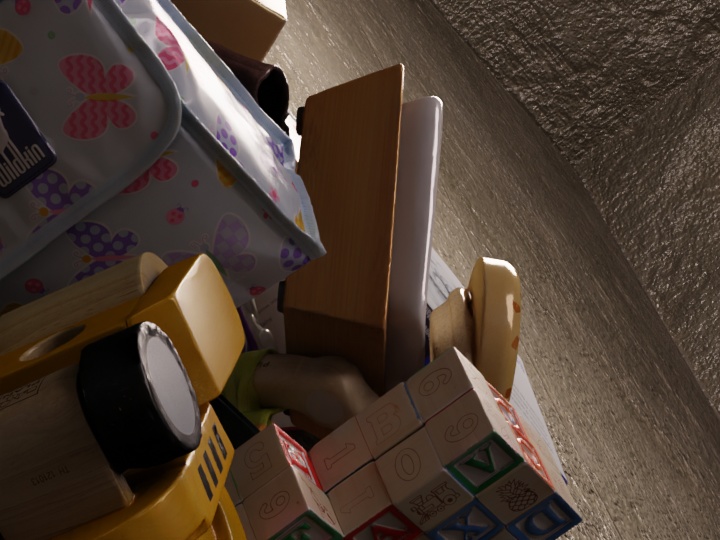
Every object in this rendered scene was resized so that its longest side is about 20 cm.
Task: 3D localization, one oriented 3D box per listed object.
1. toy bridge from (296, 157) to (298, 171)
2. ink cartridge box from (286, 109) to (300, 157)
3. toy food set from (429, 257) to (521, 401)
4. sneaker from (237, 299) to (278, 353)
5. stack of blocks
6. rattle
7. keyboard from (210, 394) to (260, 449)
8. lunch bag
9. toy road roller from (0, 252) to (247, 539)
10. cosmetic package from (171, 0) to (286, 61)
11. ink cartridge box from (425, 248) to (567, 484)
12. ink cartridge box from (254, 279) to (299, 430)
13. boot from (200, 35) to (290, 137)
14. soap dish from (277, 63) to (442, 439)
[{"bbox_3d":[-0.009,0.002,1.524,0.201,0.027,0.067,59,10,16],"label":"toy bridge"},{"bbox_3d":[-0.032,-0.005,1.741,0.145,0.083,0.201,47,13,-36],"label":"ink cartridge box"},{"bbox_3d":[0.065,0.103,1.340,0.198,0.048,0.202,87,0,-71],"label":"toy food set"},{"bbox_3d":[-0.107,0.004,1.416,0.083,0.080,0.201,27,31,-54],"label":"sneaker"},{"bbox_3d":[-0.013,0.124,1.128,0.115,0.199,0.059,45,14,-43],"label":"stack of blocks"},{"bbox_3d":[-0.031,0.154,1.323,0.143,0.129,0.201,-84,164,-59],"label":"rattle"},{"bbox_3d":[-0.074,0.127,1.220,0.200,0.039,0.105,48,51,-41],"label":"keyboard"},{"bbox_3d":[-0.142,-0.048,1.193,0.200,0.169,0.128,50,14,-36],"label":"lunch bag"},{"bbox_3d":[-0.107,0.091,1.067,0.200,0.122,0.147,-74,140,-72],"label":"toy road roller"},{"bbox_3d":[-0.144,-0.180,1.421,0.199,0.071,0.105,29,17,-17],"label":"cosmetic package"},{"bbox_3d":[0.068,0.065,1.647,0.200,0.040,0.201,51,13,-33],"label":"ink cartridge box"},{"bbox_3d":[-0.078,-0.003,1.543,0.201,0.084,0.145,57,11,10],"label":"ink cartridge box"},{"bbox_3d":[-0.117,-0.077,1.356,0.166,0.072,0.201,28,-31,17],"label":"boot"},{"bbox_3d":[0.000,0.000,1.375,0.200,0.081,0.159,90,5,-65],"label":"soap dish"}]
